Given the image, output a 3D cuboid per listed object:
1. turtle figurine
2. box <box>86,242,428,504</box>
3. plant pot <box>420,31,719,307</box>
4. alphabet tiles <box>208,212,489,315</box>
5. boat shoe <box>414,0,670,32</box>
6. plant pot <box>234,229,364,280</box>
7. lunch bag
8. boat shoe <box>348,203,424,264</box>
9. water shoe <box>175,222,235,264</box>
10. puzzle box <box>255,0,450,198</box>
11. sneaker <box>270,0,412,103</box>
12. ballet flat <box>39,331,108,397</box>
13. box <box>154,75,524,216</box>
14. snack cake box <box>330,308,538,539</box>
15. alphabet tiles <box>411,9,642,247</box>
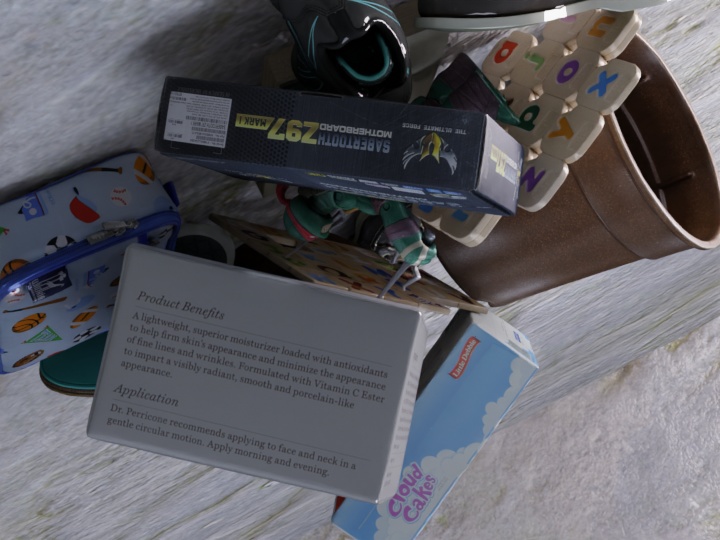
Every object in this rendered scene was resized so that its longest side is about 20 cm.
[{"bbox_3d":[0.015,-0.064,1.117,0.200,0.150,0.101,-41,126,10],"label":"turtle figurine"},{"bbox_3d":[-0.062,0.074,1.104,0.198,0.131,0.200,13,175,6],"label":"box"},{"bbox_3d":[0.165,-0.073,1.320,0.198,0.201,0.200,-26,167,30],"label":"plant pot"},{"bbox_3d":[0.000,0.000,1.271,0.200,0.167,0.008,12,102,-36],"label":"alphabet tiles"},{"bbox_3d":[0.121,-0.197,1.059,0.201,0.061,0.072,-14,-161,-28],"label":"boat shoe"},{"bbox_3d":[-0.048,0.089,1.329,0.187,0.187,0.200,-28,-157,8],"label":"plant pot"},{"bbox_3d":[-0.203,-0.004,1.141,0.160,0.076,0.200,-23,166,-20],"label":"lunch bag"},{"bbox_3d":[0.028,-0.020,1.481,0.072,0.066,0.201,-19,164,-25],"label":"boat shoe"},{"bbox_3d":[-0.170,0.018,1.318,0.200,0.071,0.079,-44,-168,29],"label":"water shoe"},{"bbox_3d":[-0.010,-0.122,1.152,0.133,0.025,0.200,-22,164,-14],"label":"puzzle box"},{"bbox_3d":[-0.006,-0.130,0.984,0.075,0.079,0.200,-31,156,5],"label":"sneaker"},{"bbox_3d":[-0.150,0.060,1.260,0.200,0.068,0.072,-22,154,7],"label":"ballet flat"},{"bbox_3d":[-0.007,-0.075,0.993,0.199,0.051,0.158,9,180,13],"label":"box"},{"bbox_3d":[0.059,0.129,1.311,0.200,0.067,0.115,-55,-175,9],"label":"snack cake box"},{"bbox_3d":[0.116,-0.107,1.129,0.200,0.015,0.196,-54,-153,-2],"label":"alphabet tiles"}]
